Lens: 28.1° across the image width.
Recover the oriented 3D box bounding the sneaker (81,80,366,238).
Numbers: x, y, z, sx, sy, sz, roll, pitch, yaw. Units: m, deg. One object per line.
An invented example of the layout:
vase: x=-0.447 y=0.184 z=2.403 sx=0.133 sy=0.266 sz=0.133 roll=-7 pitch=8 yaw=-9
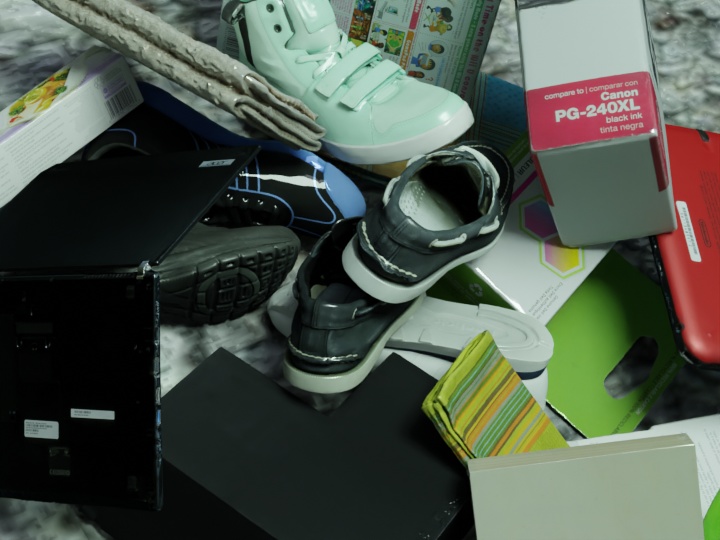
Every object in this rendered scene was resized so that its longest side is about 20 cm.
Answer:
sneaker: x=-0.098 y=-0.057 z=1.000 sx=0.199 sy=0.070 sz=0.078 roll=23 pitch=55 yaw=3

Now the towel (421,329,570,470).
towel: x=0.118 y=0.134 z=0.883 sx=0.201 sy=0.018 sz=0.086 roll=52 pitch=42 yaw=-8

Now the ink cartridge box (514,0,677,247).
ink cartridge box: x=0.156 y=-0.140 z=0.969 sx=0.083 sy=0.145 sz=0.202 roll=-8 pitch=65 yaw=14

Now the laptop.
laptop: x=-0.155 y=0.029 z=0.845 sx=0.103 sy=0.176 sz=0.202 roll=0 pitch=88 yaw=-56

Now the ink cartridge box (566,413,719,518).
ink cartridge box: x=0.229 y=0.201 z=0.971 sx=0.175 sy=0.045 sz=0.201 roll=-5 pitch=60 yaw=-25

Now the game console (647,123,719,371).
game console: x=0.261 y=0.011 z=1.058 sx=0.171 sy=0.119 sz=0.201 roll=7 pitch=55 yaw=-22

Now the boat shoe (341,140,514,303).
boat shoe: x=0.059 y=-0.044 z=0.915 sx=0.075 sy=0.060 sz=0.200 roll=37 pitch=35 yaw=3

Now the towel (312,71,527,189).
towel: x=0.063 y=-0.108 z=1.125 sx=0.198 sy=0.022 sz=0.148 roll=19 pitch=53 yaw=-8

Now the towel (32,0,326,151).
towel: x=-0.121 y=-0.142 z=0.953 sx=0.199 sy=0.132 sz=0.035 roll=30 pitch=92 yaw=23

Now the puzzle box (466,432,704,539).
puzzle box: x=0.138 y=0.201 z=0.844 sx=0.132 sy=0.025 sz=0.202 roll=-7 pitch=100 yaw=1

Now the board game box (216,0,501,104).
board game box: x=0.003 y=-0.207 z=1.061 sx=0.198 sy=0.148 sz=0.065 roll=16 pitch=46 yaw=0

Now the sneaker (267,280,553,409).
sneaker: x=0.028 y=0.060 z=0.969 sx=0.198 sy=0.081 sz=0.077 roll=16 pitch=35 yaw=14

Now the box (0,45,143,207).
box: x=-0.231 y=-0.076 z=0.939 sx=0.200 sy=0.042 sz=0.039 roll=-42 pitch=42 yaw=-24

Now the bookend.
bookend: x=-0.032 y=0.121 z=0.891 sx=0.199 sy=0.093 sz=0.199 roll=32 pitch=40 yaw=14

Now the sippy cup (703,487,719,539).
sippy cup: x=0.280 y=0.208 z=0.885 sx=0.177 sy=0.140 sz=0.131 roll=23 pitch=62 yaw=7

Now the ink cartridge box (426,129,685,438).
ink cartridge box: x=0.156 y=0.009 z=1.034 sx=0.200 sy=0.076 sz=0.148 roll=42 pitch=62 yaw=6

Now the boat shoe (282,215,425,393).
boat shoe: x=-0.002 y=0.000 z=0.922 sx=0.074 sy=0.067 sz=0.200 roll=11 pitch=30 yaw=17

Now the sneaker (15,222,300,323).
sneaker: x=-0.133 y=-0.011 z=0.951 sx=0.199 sy=0.076 sz=0.091 roll=-10 pitch=56 yaw=-29

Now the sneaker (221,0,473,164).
sneaker: x=-0.016 y=-0.146 z=0.991 sx=0.199 sy=0.119 sz=0.074 roll=16 pitch=43 yaw=36
